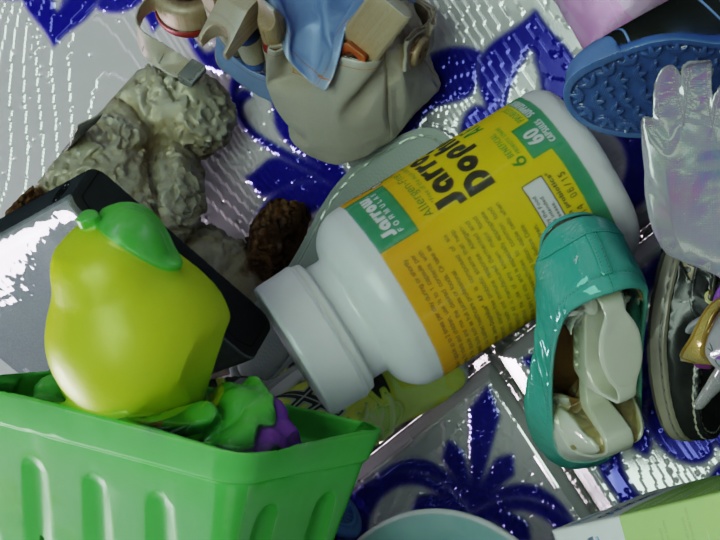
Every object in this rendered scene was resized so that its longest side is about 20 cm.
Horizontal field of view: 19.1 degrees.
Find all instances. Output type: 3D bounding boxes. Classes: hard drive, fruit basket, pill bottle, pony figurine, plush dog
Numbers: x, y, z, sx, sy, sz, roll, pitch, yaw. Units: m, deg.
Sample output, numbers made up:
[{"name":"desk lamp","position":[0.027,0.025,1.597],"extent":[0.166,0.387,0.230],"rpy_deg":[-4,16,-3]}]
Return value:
[{"name":"hard drive","position":[-0.160,0.019,1.248],"extent":[0.140,0.033,0.200],"rpy_deg":[42,147,-19]},{"name":"fruit basket","position":[-0.106,0.061,1.136],"extent":[0.215,0.155,0.216],"rpy_deg":[1,93,34]},{"name":"pill bottle","position":[0.046,-0.006,1.200],"extent":[0.200,0.113,0.113],"rpy_deg":[-31,76,-5]},{"name":"pony figurine","position":[0.223,-0.001,1.038],"extent":[0.200,0.166,0.193],"rpy_deg":[30,117,60]},{"name":"plush dog","position":[-0.130,-0.005,1.342],"extent":[0.172,0.160,0.200],"rpy_deg":[40,113,-4]}]

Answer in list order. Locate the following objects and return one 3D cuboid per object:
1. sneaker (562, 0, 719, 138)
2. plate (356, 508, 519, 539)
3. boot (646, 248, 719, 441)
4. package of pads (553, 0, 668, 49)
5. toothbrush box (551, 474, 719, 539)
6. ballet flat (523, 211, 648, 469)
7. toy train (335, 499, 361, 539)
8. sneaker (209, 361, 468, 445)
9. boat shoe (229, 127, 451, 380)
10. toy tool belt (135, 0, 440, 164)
[{"name":"sneaker","position":[0.205,-0.131,1.153],"extent":[0.200,0.078,0.070],"rpy_deg":[-14,130,12]},{"name":"plate","position":[0.053,0.229,1.173],"extent":[0.200,0.026,0.201],"rpy_deg":[1,92,40]},{"name":"boot","position":[0.242,0.005,1.161],"extent":[0.150,0.073,0.200],"rpy_deg":[10,90,29]},{"name":"package of pads","position":[0.175,-0.218,1.183],"extent":[0.200,0.076,0.121],"rpy_deg":[-42,76,25]},{"name":"toothbrush box","position":[0.226,0.145,1.135],"extent":[0.200,0.146,0.086],"rpy_deg":[-16,86,29]},{"name":"ballet flat","position":[0.127,0.060,1.174],"extent":[0.067,0.200,0.070],"rpy_deg":[-15,44,-8]},{"name":"toy train","position":[-0.022,0.209,1.297],"extent":[0.087,0.114,0.200],"rpy_deg":[-47,71,24]},{"name":"sneaker","position":[-0.025,0.096,1.265],"extent":[0.075,0.200,0.076],"rpy_deg":[84,162,-47]},{"name":"boat shoe","position":[0.000,0.000,1.305],"extent":[0.200,0.060,0.076],"rpy_deg":[-47,52,14]},{"name":"toy tool belt","position":[-0.048,-0.161,1.276],"extent":[0.200,0.123,0.125],"rpy_deg":[30,64,22]}]
